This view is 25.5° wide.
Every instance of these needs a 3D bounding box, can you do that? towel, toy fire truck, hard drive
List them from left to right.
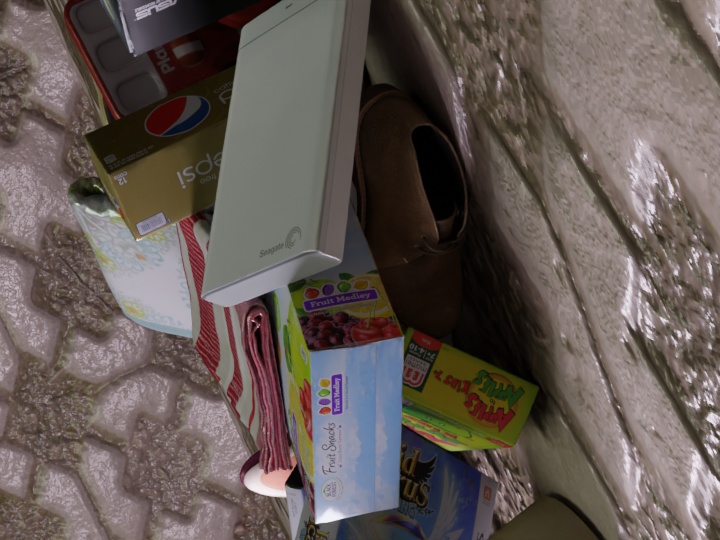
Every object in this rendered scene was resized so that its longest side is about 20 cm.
[{"bbox_3d":[-0.123,-0.153,1.260,0.200,0.168,0.112,63,169,6],"label":"toy fire truck"},{"bbox_3d":[-0.126,-0.004,1.299,0.171,0.200,0.048,78,-153,-52],"label":"towel"},{"bbox_3d":[-0.099,0.038,1.151,0.200,0.023,0.144,-129,27,-54],"label":"towel"},{"bbox_3d":[-0.047,-0.086,1.022,0.132,0.027,0.200,-21,57,50],"label":"hard drive"}]

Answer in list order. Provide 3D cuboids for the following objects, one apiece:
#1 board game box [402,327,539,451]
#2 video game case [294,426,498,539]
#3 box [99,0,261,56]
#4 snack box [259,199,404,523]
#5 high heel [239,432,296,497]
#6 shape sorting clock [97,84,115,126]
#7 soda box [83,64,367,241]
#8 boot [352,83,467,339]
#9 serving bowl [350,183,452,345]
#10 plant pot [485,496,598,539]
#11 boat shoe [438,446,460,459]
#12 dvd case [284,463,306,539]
[{"bbox_3d":[0.053,0.092,1.180,0.101,0.048,0.200,24,169,-5],"label":"board game box"},{"bbox_3d":[0.027,0.222,1.248,0.045,0.182,0.200,-5,154,37],"label":"video game case"},{"bbox_3d":[-0.121,-0.262,1.028,0.200,0.164,0.086,57,166,28],"label":"box"},{"bbox_3d":[-0.027,0.040,1.081,0.200,0.068,0.169,-109,14,-47],"label":"snack box"},{"bbox_3d":[-0.033,0.144,1.435,0.096,0.200,0.068,42,135,46],"label":"high heel"},{"bbox_3d":[-0.132,-0.137,1.331,0.039,0.200,0.200,-26,90,49],"label":"shape sorting clock"},{"bbox_3d":[-0.093,-0.102,1.155,0.068,0.200,0.064,50,162,51],"label":"soda box"},{"bbox_3d":[0.041,-0.024,1.075,0.075,0.074,0.200,36,149,49],"label":"boot"},{"bbox_3d":[0.000,0.000,1.305,0.200,0.066,0.200,58,167,22],"label":"serving bowl"},{"bbox_3d":[0.097,0.297,1.162,0.187,0.200,0.187,56,166,23],"label":"plant pot"},{"bbox_3d":[0.019,0.102,1.401,0.200,0.074,0.076,57,174,37],"label":"boat shoe"},{"bbox_3d":[-0.018,0.205,1.305,0.018,0.143,0.200,9,126,20],"label":"dvd case"}]
